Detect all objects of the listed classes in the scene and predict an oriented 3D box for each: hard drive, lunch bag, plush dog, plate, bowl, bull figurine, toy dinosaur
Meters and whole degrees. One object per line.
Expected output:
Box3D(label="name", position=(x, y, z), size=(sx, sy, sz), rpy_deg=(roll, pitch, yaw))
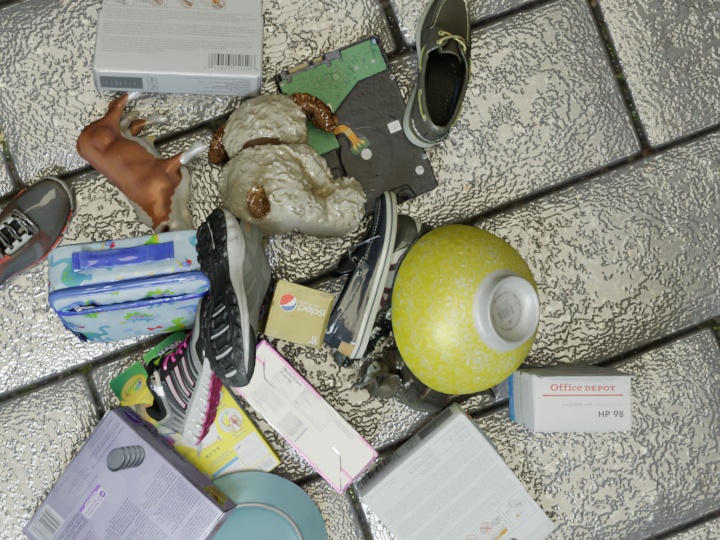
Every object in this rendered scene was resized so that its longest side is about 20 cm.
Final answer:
Box3D(label="hard drive", position=(-0.006, -0.167, 1.741), size=(0.139, 0.038, 0.201), rpy_deg=(-23, 91, -5))
Box3D(label="lunch bag", position=(-0.253, 0.017, 1.647), size=(0.198, 0.161, 0.083), rpy_deg=(-7, 67, 1))
Box3D(label="plush dog", position=(-0.108, -0.124, 1.671), size=(0.198, 0.160, 0.173), rpy_deg=(-15, 66, 15))
Box3D(label="plate", position=(-0.133, 0.336, 1.697), size=(0.198, 0.026, 0.202), rpy_deg=(-3, 101, -12))
Box3D(label="bowl", position=(0.144, 0.046, 1.667), size=(0.199, 0.107, 0.202), rpy_deg=(0, 89, -35))
Box3D(label="bull figurine", position=(-0.247, -0.122, 1.691), size=(0.200, 0.065, 0.122), rpy_deg=(41, 81, 16))
Box3D(label="toy dinosaur", position=(0.071, 0.127, 1.727), size=(0.199, 0.077, 0.103), rpy_deg=(27, 89, -35))

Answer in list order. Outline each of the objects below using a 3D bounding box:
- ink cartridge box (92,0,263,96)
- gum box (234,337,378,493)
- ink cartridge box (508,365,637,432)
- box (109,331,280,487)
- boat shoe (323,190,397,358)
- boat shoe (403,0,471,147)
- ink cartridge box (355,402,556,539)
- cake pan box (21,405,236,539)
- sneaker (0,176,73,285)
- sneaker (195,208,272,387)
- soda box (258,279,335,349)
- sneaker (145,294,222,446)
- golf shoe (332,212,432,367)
Box3D(label="ink cartridge box", position=(-0.215, -0.294, 1.723), size=(0.198, 0.044, 0.175), rpy_deg=(2, 59, -4))
Box3D(label="gum box", position=(-0.074, 0.164, 1.687), size=(0.066, 0.113, 0.200), rpy_deg=(-45, 92, -4))
Box3D(label="ink cartridge box", position=(0.244, 0.149, 1.667), size=(0.115, 0.200, 0.067), rpy_deg=(0, 89, -4))
Box3D(label="box", position=(-0.198, 0.181, 1.713), size=(0.117, 0.048, 0.201), rpy_deg=(-36, 93, -3))
Box3D(label="boat shoe", position=(0.000, 0.000, 1.661), size=(0.062, 0.075, 0.202), rpy_deg=(16, 80, -1))
Box3D(label="boat shoe", position=(0.102, -0.249, 1.723), size=(0.072, 0.060, 0.204), rpy_deg=(16, 75, -19))
Box3D(label="ink cartridge box", position=(0.116, 0.282, 1.735), size=(0.162, 0.050, 0.200), rpy_deg=(-40, 110, 1))
Box3D(label="cake pan box", position=(-0.271, 0.291, 1.664), size=(0.184, 0.052, 0.201), rpy_deg=(38, 100, 13))
Box3D(label="sneaker", position=(-0.414, -0.028, 1.685), size=(0.077, 0.082, 0.200), rpy_deg=(42, 86, -2))
Box3D(label="sneaker", position=(-0.126, 0.030, 1.548), size=(0.079, 0.074, 0.202), rpy_deg=(16, 58, -37))
Box3D(label="soda box", position=(-0.078, 0.049, 1.647), size=(0.067, 0.200, 0.065), rpy_deg=(15, 88, -7))
Box3D(label="sneaker", position=(-0.200, 0.108, 1.627), size=(0.087, 0.074, 0.201), rpy_deg=(18, 124, 6))
Box3D(label="golf shoe", position=(0.018, 0.023, 1.729), size=(0.088, 0.077, 0.201), rpy_deg=(33, 81, 15))
